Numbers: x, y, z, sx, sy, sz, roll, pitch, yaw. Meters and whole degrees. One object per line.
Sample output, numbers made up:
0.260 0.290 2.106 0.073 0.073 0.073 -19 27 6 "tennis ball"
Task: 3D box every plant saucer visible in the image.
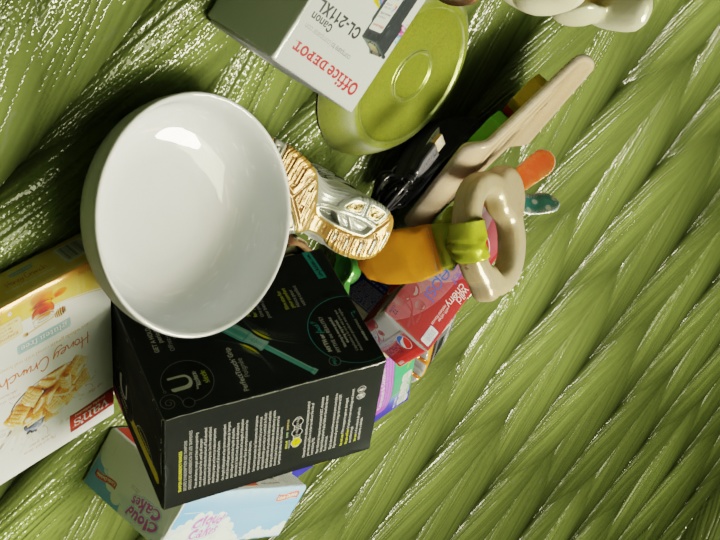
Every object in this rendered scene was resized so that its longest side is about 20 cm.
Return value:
0.041 -0.192 1.401 0.200 0.031 0.200 -36 146 -29 "plant saucer"

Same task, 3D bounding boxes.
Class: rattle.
0.109 -0.050 1.499 0.143 0.130 0.200 -25 -154 38 "rattle"

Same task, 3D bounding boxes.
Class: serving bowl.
-0.152 -0.047 1.202 0.200 0.066 0.200 -6 98 -43 "serving bowl"

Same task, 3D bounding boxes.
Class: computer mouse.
0.058 -0.114 1.451 0.200 0.046 0.140 -44 175 -29 "computer mouse"

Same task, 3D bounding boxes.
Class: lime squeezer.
0.000 0.000 1.499 0.071 0.038 0.200 58 41 -22 "lime squeezer"

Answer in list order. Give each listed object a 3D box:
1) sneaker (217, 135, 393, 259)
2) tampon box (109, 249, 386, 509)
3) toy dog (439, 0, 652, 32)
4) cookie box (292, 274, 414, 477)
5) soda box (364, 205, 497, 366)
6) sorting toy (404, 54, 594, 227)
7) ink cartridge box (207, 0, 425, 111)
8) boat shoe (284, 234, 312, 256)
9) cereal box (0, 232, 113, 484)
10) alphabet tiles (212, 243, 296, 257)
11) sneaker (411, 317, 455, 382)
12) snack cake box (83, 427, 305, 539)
-0.065 -0.071 1.339 0.200 0.088 0.076 31 93 -37 "sneaker"
-0.103 0.092 1.275 0.200 0.150 0.126 -13 138 -20 "tampon box"
0.145 -0.299 1.333 0.200 0.194 0.140 -1 100 -40 "toy dog"
-0.032 0.113 1.574 0.200 0.075 0.171 -31 145 -33 "cookie box"
0.085 0.004 1.528 0.200 0.063 0.070 -51 -173 -30 "soda box"
0.140 -0.138 1.531 0.200 0.036 0.185 -38 173 -31 "sorting toy"
-0.012 -0.250 1.211 0.200 0.083 0.146 -57 151 5 "ink cartridge box"
-0.068 0.009 1.413 0.076 0.074 0.200 -50 150 -6 "boat shoe"
-0.274 0.079 1.225 0.144 0.040 0.200 -32 144 -35 "cereal box"
-0.143 0.052 1.339 0.195 0.015 0.200 -14 139 -20 "alphabet tiles"
0.080 0.031 1.662 0.077 0.078 0.200 -34 151 -56 "sneaker"
-0.160 0.212 1.454 0.200 0.115 0.067 9 114 -57 "snack cake box"
